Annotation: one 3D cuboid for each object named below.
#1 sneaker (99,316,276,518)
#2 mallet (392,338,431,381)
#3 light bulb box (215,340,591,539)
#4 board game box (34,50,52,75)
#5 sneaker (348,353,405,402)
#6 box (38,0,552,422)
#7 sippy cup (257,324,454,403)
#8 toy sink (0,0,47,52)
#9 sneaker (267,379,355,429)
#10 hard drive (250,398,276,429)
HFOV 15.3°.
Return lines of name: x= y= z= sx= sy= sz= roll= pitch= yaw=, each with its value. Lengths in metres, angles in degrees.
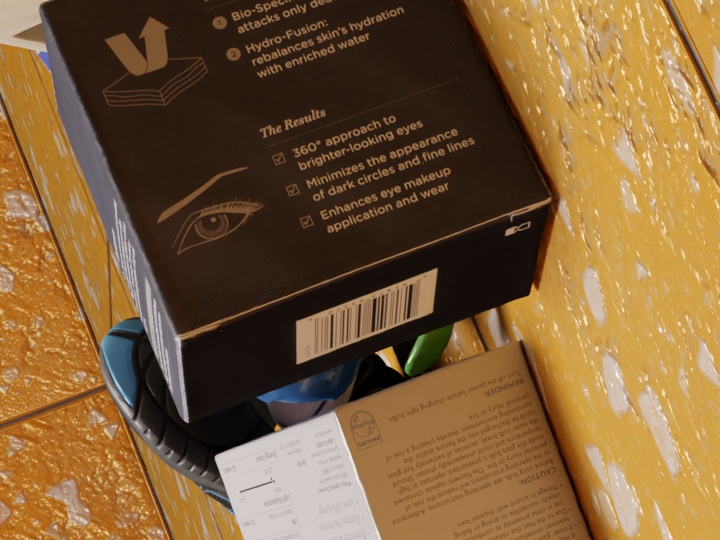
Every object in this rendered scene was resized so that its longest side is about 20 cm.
sneaker: x=-0.085 y=0.109 z=1.613 sx=0.200 sy=0.073 sz=0.082 roll=43 pitch=155 yaw=-12
mallet: x=0.000 y=0.000 z=1.616 sx=0.041 sy=0.066 sz=0.201 roll=-108 pitch=4 yaw=-57
light bulb box: x=0.033 y=0.165 z=1.499 sx=0.198 sy=0.124 sz=0.201 roll=-25 pitch=84 yaw=66
board game box: x=-0.111 y=-0.091 z=1.766 sx=0.200 sy=0.045 sz=0.134 roll=34 pitch=-172 yaw=-29
sneaker: x=0.008 y=0.112 z=1.669 sx=0.114 sy=0.076 sz=0.200 roll=41 pitch=-165 yaw=-41
box: x=-0.035 y=-0.060 z=1.352 sx=0.118 sy=0.196 sz=0.200 roll=94 pitch=154 yaw=-66
sippy cup: x=-0.037 y=-0.001 z=1.506 sx=0.178 sy=0.139 sz=0.131 roll=-125 pitch=44 yaw=-55
toy sink: x=-0.209 y=-0.213 z=1.533 sx=0.200 sy=0.112 sz=0.131 roll=9 pitch=-113 yaw=-53
sneaker: x=-0.046 y=0.001 z=1.643 sx=0.071 sy=0.073 sz=0.201 roll=18 pitch=-115 yaw=-51
hard drive: x=-0.083 y=0.002 z=1.668 sx=0.140 sy=0.033 sz=0.200 roll=-65 pitch=-34 yaw=-45
